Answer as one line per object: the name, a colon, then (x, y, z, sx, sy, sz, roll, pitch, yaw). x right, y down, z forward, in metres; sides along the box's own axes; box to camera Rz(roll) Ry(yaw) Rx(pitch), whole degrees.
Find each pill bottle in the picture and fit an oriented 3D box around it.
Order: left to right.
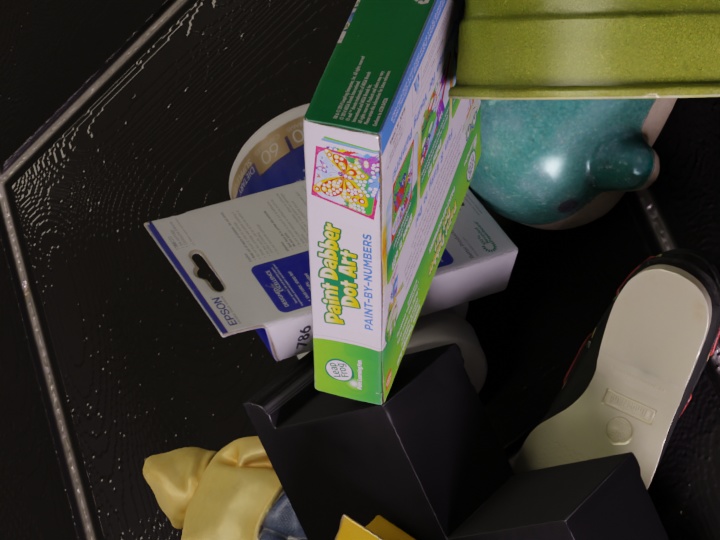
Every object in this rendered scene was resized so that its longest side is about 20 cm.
pill bottle: (0.000, 0.000, 1.458, 0.116, 0.116, 0.200, -45, 49, 24)

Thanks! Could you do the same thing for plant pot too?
plant pot: (0.142, -0.185, 1.185, 0.200, 0.200, 0.194, 4, 98, 45)

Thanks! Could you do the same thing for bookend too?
bookend: (0.069, 0.124, 1.282, 0.198, 0.092, 0.201, -16, 104, 42)

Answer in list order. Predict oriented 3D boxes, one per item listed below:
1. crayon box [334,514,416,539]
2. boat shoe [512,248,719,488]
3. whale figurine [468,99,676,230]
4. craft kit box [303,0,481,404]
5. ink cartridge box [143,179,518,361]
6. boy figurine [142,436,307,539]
crayon box: (0.033, 0.221, 1.263, 0.127, 0.051, 0.200, 33, 134, 21)
boat shoe: (0.146, 0.079, 1.327, 0.074, 0.063, 0.202, 30, 113, 12)
whale figurine: (0.129, -0.115, 1.378, 0.200, 0.104, 0.160, -41, 50, 30)
craft kit box: (0.021, -0.069, 1.231, 0.048, 0.198, 0.200, 10, 47, 14)
ink cartridge box: (-0.018, -0.008, 1.351, 0.100, 0.199, 0.039, 54, 145, 34)
boy figurine: (-0.070, 0.164, 1.504, 0.200, 0.064, 0.125, 15, 86, 47)
